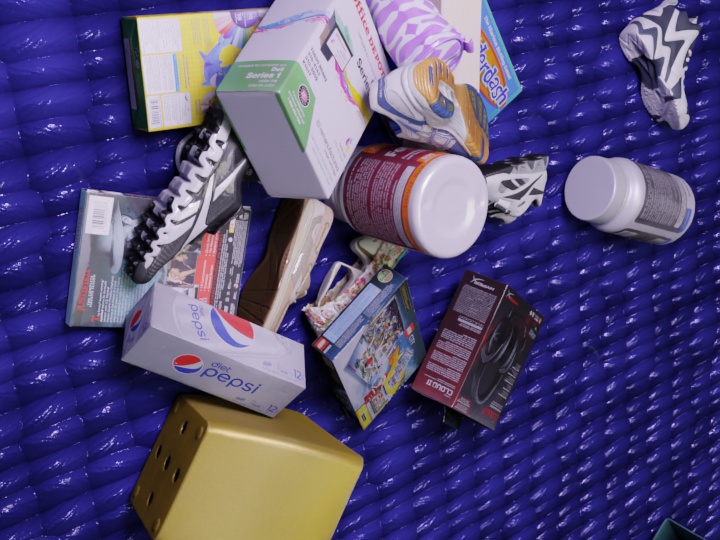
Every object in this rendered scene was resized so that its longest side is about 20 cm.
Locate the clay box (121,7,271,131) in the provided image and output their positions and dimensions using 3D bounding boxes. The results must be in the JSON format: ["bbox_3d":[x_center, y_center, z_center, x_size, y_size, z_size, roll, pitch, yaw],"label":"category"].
[{"bbox_3d":[-0.153,-0.222,0.994,0.198,0.047,0.117,-14,110,-35],"label":"clay box"}]

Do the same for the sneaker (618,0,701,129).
[{"bbox_3d":[0.492,-0.330,1.428,0.129,0.079,0.200,-42,113,-10],"label":"sneaker"}]

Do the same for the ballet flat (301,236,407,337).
[{"bbox_3d":[0.000,0.000,1.154,0.064,0.075,0.201,42,72,-18],"label":"ballet flat"}]

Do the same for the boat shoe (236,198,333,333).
[{"bbox_3d":[-0.087,0.009,1.090,0.064,0.072,0.203,25,83,-40],"label":"boat shoe"}]

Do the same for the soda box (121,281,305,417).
[{"bbox_3d":[-0.156,0.089,1.003,0.198,0.064,0.068,26,128,-30],"label":"soda box"}]

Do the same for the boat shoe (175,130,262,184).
[{"bbox_3d":[-0.110,-0.136,1.039,0.198,0.060,0.077,-17,112,-32],"label":"boat shoe"}]

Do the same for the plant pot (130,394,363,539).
[{"bbox_3d":[-0.145,0.248,1.039,0.175,0.199,0.203,28,85,-27],"label":"plant pot"}]

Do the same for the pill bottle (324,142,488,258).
[{"bbox_3d":[0.046,-0.089,1.080,0.113,0.199,0.116,-10,108,-34],"label":"pill bottle"}]

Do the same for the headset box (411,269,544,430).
[{"bbox_3d":[0.163,0.122,1.281,0.148,0.076,0.203,34,79,-52],"label":"headset box"}]

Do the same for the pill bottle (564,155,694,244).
[{"bbox_3d":[0.411,-0.109,1.404,0.198,0.113,0.116,9,96,-38],"label":"pill bottle"}]

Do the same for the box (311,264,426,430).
[{"bbox_3d":[0.017,0.102,1.160,0.137,0.037,0.201,-47,150,-19],"label":"box"}]

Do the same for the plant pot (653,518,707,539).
[{"bbox_3d":[0.626,0.603,1.735,0.142,0.140,0.201,-50,133,-15],"label":"plant pot"}]

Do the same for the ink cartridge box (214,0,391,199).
[{"bbox_3d":[-0.053,-0.199,0.973,0.202,0.083,0.146,-65,145,-33],"label":"ink cartridge box"}]

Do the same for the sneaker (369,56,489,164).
[{"bbox_3d":[0.080,-0.175,1.025,0.199,0.087,0.077,33,55,-54],"label":"sneaker"}]

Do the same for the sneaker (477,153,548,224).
[{"bbox_3d":[0.187,-0.104,1.262,0.197,0.074,0.090,-13,107,-33],"label":"sneaker"}]

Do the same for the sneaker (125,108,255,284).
[{"bbox_3d":[-0.170,-0.063,0.970,0.090,0.066,0.202,30,92,-32],"label":"sneaker"}]

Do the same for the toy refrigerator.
[{"bbox_3d":[0.100,-0.239,1.105,0.069,0.075,0.204,-10,106,-33],"label":"toy refrigerator"}]

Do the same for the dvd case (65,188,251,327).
[{"bbox_3d":[-0.220,-0.008,1.016,0.197,0.022,0.149,3,100,-38],"label":"dvd case"}]

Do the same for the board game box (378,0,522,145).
[{"bbox_3d":[0.110,-0.240,1.188,0.200,0.045,0.153,-44,123,-20],"label":"board game box"}]

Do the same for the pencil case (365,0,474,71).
[{"bbox_3d":[0.043,-0.301,1.033,0.085,0.202,0.084,-34,163,4],"label":"pencil case"}]
